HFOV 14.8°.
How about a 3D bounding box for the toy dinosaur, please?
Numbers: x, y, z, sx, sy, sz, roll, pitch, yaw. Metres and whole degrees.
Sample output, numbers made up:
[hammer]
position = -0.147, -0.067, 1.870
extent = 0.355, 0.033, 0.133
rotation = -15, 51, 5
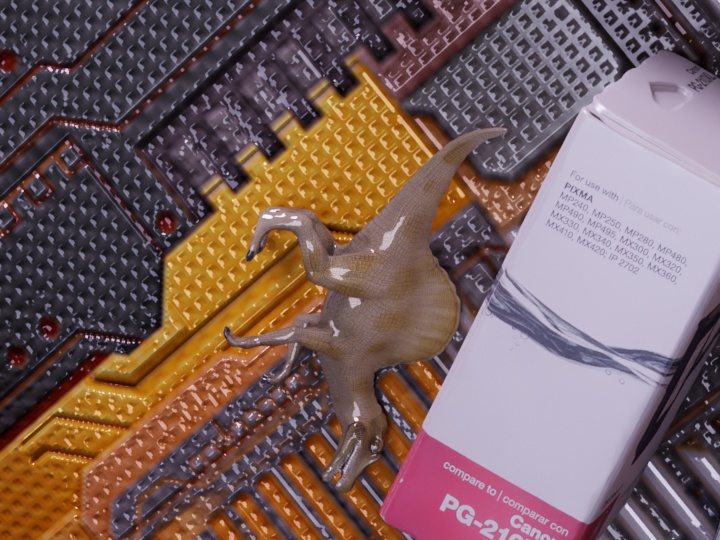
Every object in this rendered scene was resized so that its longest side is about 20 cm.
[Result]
[toy dinosaur]
position = 0.000, 0.000, 1.257
extent = 0.101, 0.058, 0.200
rotation = 19, 116, 0

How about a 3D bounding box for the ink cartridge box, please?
[ink cartridge box]
position = 0.103, 0.021, 1.164
extent = 0.084, 0.145, 0.200
rotation = 30, 111, 10

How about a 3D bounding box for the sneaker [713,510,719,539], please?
[sneaker]
position = 0.199, 0.078, 1.183
extent = 0.077, 0.078, 0.200
rotation = 36, 102, 50
